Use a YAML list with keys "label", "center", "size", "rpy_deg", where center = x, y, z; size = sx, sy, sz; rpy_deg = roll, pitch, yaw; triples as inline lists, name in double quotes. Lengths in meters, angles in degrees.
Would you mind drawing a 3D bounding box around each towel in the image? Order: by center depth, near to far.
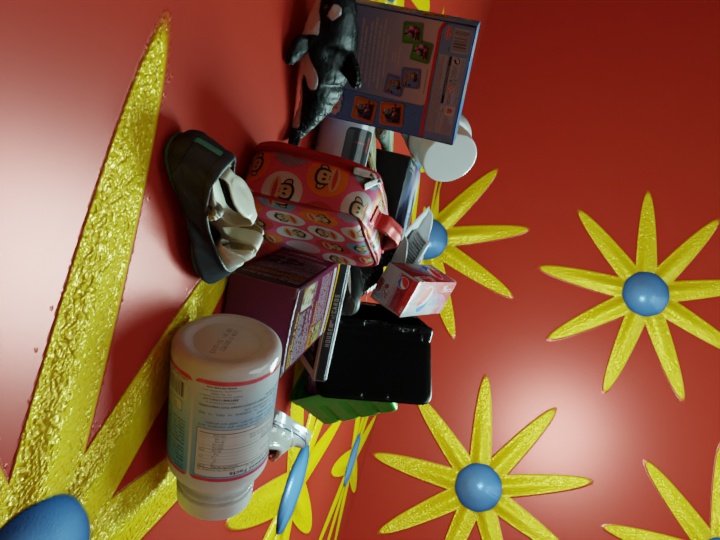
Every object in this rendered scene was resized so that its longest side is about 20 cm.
- label: "towel"
  center: [0.044, -0.294, 1.268]
  size: [0.200, 0.031, 0.150]
  rpy_deg: [48, 45, -81]

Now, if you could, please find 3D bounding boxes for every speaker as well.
- label: "speaker"
  center: [-0.033, -0.147, 0.963]
  size: [0.081, 0.081, 0.201]
  rpy_deg: [-23, 127, -78]

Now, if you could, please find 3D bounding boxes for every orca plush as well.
- label: "orca plush"
  center: [-0.037, -0.227, 0.783]
  size: [0.105, 0.071, 0.200]
  rpy_deg: [-11, 132, -58]

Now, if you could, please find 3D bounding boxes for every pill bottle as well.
- label: "pill bottle"
  center: [-0.145, 0.155, 0.691]
  size: [0.109, 0.108, 0.201]
  rpy_deg: [-55, 158, -63]
- label: "pill bottle"
  center: [0.129, -0.252, 1.176]
  size: [0.200, 0.113, 0.114]
  rpy_deg: [-107, -163, -47]

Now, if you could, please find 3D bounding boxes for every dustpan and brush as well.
- label: "dustpan and brush"
  center: [0.085, -0.001, 1.195]
  size: [0.140, 0.057, 0.200]
  rpy_deg: [-46, 165, -55]

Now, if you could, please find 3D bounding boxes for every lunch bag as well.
- label: "lunch bag"
  center: [-0.036, -0.066, 0.778]
  size: [0.200, 0.176, 0.082]
  rpy_deg: [72, 35, -73]

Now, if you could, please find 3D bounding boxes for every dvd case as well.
- label: "dvd case"
  center: [-0.064, 0.047, 1.019]
  size: [0.150, 0.025, 0.201]
  rpy_deg: [-141, -119, -64]

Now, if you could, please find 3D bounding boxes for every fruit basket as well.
- label: "fruit basket"
  center: [-0.034, 0.156, 1.190]
  size: [0.156, 0.215, 0.216]
  rpy_deg: [-64, 165, -51]

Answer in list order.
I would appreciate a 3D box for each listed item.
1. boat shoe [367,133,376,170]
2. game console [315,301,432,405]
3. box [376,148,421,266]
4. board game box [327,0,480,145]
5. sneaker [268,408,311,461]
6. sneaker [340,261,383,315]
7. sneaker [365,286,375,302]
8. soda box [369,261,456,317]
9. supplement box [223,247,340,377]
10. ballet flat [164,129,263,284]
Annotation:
- label: "boat shoe"
  center: [-0.005, -0.146, 1.091]
  size: [0.066, 0.074, 0.201]
  rpy_deg: [-30, 111, -63]
- label: "game console"
  center: [0.010, 0.129, 1.116]
  size: [0.176, 0.199, 0.117]
  rpy_deg: [-138, -121, -66]
- label: "box"
  center: [0.029, -0.115, 1.235]
  size: [0.200, 0.123, 0.199]
  rpy_deg: [-6, 109, -80]
- label: "board game box"
  center: [0.037, -0.255, 0.845]
  size: [0.037, 0.199, 0.152]
  rpy_deg: [-62, 164, -56]
- label: "sneaker"
  center: [-0.135, 0.263, 1.052]
  size: [0.071, 0.073, 0.200]
  rpy_deg: [-63, 158, -16]
- label: "sneaker"
  center: [0.000, 0.000, 1.047]
  size: [0.200, 0.087, 0.076]
  rpy_deg: [-99, -156, -56]
- label: "sneaker"
  center: [-0.008, 0.011, 1.329]
  size: [0.200, 0.080, 0.075]
  rpy_deg: [-57, 158, -60]
- label: "soda box"
  center: [0.094, 0.032, 1.120]
  size: [0.070, 0.063, 0.200]
  rpy_deg: [-62, 157, 12]
- label: "supplement box"
  center: [-0.099, 0.044, 0.851]
  size: [0.200, 0.085, 0.111]
  rpy_deg: [-39, 143, -74]
- label: "ballet flat"
  center: [-0.127, -0.044, 0.617]
  size: [0.200, 0.073, 0.073]
  rpy_deg: [91, 17, -55]
